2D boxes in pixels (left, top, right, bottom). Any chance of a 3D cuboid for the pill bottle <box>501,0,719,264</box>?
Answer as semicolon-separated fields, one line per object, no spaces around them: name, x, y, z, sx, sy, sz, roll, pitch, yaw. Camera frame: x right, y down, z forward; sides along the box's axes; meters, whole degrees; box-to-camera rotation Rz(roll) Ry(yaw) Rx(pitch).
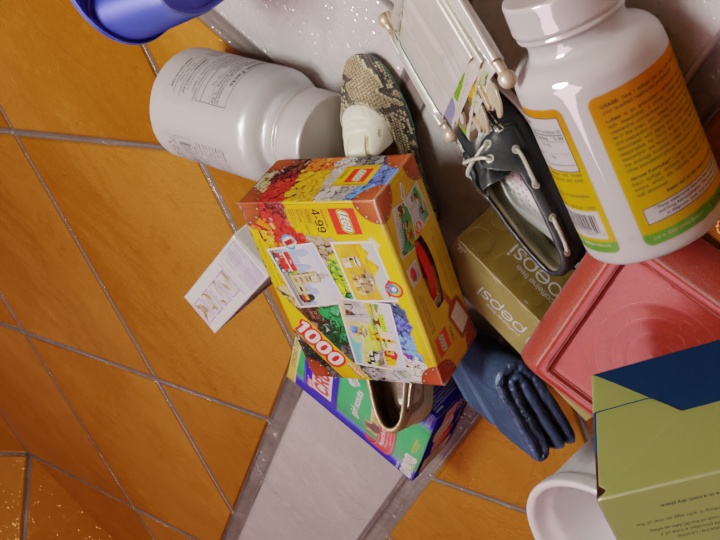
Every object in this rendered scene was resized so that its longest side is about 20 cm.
pill bottle;0.176;-0.115;0.873;0.111;0.111;0.200;3;128;52

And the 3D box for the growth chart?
growth chart;0.062;-0.164;0.940;0.145;0.018;0.200;62;169;3

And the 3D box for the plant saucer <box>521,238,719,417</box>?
plant saucer;0.245;0.071;0.997;0.200;0.037;0.200;37;128;12

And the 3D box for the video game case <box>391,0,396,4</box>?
video game case;-0.002;-0.317;0.960;0.200;0.024;0.182;42;150;12

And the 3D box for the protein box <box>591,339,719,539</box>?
protein box;0.299;0.165;0.914;0.198;0.135;0.200;-18;122;21

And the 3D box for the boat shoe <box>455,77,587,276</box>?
boat shoe;0.124;-0.085;1.029;0.200;0.060;0.076;48;152;2

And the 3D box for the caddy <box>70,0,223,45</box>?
caddy;-0.179;-0.284;1.075;0.105;0.200;0.142;-8;118;37

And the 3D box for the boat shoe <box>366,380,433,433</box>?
boat shoe;0.031;0.065;1.262;0.071;0.064;0.201;-10;93;28

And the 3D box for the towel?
towel;0.133;0.107;1.201;0.112;0.048;0.200;59;173;-17

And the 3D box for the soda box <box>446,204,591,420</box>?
soda box;0.164;0.035;1.109;0.200;0.068;0.064;45;151;6

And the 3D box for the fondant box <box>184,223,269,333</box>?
fondant box;-0.097;-0.023;1.313;0.058;0.144;0.200;47;151;0

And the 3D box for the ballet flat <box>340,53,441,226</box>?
ballet flat;0.022;-0.097;1.136;0.068;0.075;0.201;3;128;35

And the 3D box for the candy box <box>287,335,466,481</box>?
candy box;0.018;0.120;1.397;0.200;0.077;0.169;40;150;17

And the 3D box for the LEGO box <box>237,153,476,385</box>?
LEGO box;0.000;0.000;1.108;0.148;0.077;0.201;1;127;34

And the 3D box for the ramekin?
ramekin;0.269;0.250;1.194;0.200;0.098;0.201;34;148;24

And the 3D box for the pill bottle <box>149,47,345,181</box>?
pill bottle;-0.101;-0.147;1.202;0.200;0.114;0.115;20;140;37
